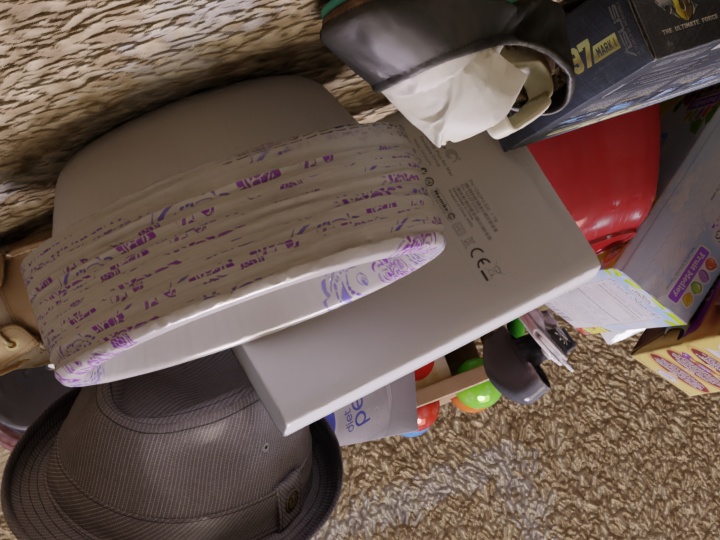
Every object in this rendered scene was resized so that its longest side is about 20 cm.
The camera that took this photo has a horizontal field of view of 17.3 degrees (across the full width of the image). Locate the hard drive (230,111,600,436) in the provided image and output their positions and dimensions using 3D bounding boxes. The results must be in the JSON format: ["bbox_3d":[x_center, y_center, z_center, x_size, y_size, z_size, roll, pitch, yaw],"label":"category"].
[{"bbox_3d":[0.013,-0.011,1.280,0.199,0.132,0.026,-26,163,-19],"label":"hard drive"}]

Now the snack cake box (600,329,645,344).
[{"bbox_3d":[0.231,-0.042,1.757,0.115,0.067,0.200,-23,-157,27],"label":"snack cake box"}]

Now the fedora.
[{"bbox_3d":[-0.097,0.083,1.292,0.200,0.176,0.091,-29,139,-44],"label":"fedora"}]

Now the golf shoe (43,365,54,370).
[{"bbox_3d":[-0.151,0.020,1.404,0.094,0.078,0.200,-19,162,25],"label":"golf shoe"}]

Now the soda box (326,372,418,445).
[{"bbox_3d":[-0.060,0.082,1.476,0.199,0.064,0.068,-8,-173,-38],"label":"soda box"}]

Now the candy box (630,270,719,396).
[{"bbox_3d":[0.246,0.013,1.489,0.117,0.056,0.200,-57,-176,-11],"label":"candy box"}]

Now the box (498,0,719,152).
[{"bbox_3d":[0.182,-0.132,1.281,0.199,0.051,0.158,-18,173,-29],"label":"box"}]

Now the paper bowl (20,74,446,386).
[{"bbox_3d":[-0.067,-0.023,1.140,0.200,0.105,0.201,-21,175,-2],"label":"paper bowl"}]

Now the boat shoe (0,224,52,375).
[{"bbox_3d":[-0.203,0.028,1.280,0.199,0.074,0.069,-24,179,33],"label":"boat shoe"}]

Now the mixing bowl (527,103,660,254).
[{"bbox_3d":[0.105,-0.055,1.431,0.199,0.109,0.200,-22,174,-2],"label":"mixing bowl"}]

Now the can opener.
[{"bbox_3d":[0.080,0.013,1.589,0.067,0.200,0.053,-43,131,6],"label":"can opener"}]

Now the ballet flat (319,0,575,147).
[{"bbox_3d":[0.052,-0.095,1.081,0.068,0.069,0.200,-24,173,29],"label":"ballet flat"}]

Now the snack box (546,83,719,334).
[{"bbox_3d":[0.201,-0.044,1.560,0.169,0.068,0.200,-55,-172,-10],"label":"snack box"}]

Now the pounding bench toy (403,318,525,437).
[{"bbox_3d":[0.082,0.035,1.907,0.199,0.157,0.124,-21,174,-5],"label":"pounding bench toy"}]

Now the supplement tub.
[{"bbox_3d":[-0.194,0.070,1.526,0.106,0.108,0.200,-21,174,3],"label":"supplement tub"}]
